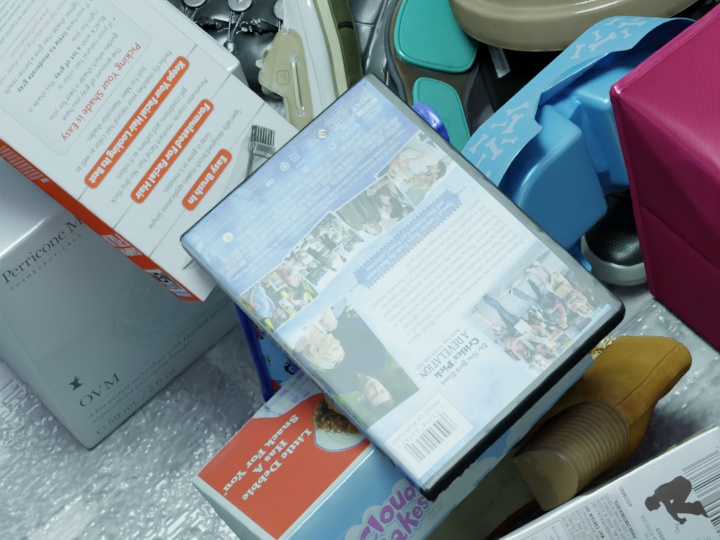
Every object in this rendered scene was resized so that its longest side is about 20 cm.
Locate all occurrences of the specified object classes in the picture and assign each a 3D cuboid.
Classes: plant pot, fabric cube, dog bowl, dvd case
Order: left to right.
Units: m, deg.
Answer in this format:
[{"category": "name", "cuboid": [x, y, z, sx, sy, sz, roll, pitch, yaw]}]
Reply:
[{"category": "dvd case", "cuboid": [0.020, 0.003, 1.029, 0.143, 0.018, 0.200, -41, 67, -11]}, {"category": "plant pot", "cuboid": [0.141, -0.234, 1.261, 0.199, 0.093, 0.202, -14, 37, 11]}, {"category": "dog bowl", "cuboid": [0.130, -0.071, 1.148, 0.200, 0.112, 0.049, -42, 42, -19]}, {"category": "fabric cube", "cuboid": [0.285, -0.041, 1.105, 0.196, 0.201, 0.199, -38, 51, -12]}]

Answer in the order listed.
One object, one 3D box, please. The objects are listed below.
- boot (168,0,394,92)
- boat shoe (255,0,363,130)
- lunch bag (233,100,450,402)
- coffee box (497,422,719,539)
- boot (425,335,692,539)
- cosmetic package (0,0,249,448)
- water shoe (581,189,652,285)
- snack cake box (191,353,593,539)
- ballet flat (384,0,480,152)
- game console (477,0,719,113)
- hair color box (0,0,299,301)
[{"category": "boot", "cuboid": [-0.048, -0.197, 1.402, 0.198, 0.066, 0.166, 7, 59, 25]}, {"category": "boat shoe", "cuboid": [-0.035, -0.133, 1.299, 0.068, 0.075, 0.202, -16, 82, 14]}, {"category": "lunch bag", "cuboid": [0.000, 0.000, 1.153, 0.150, 0.201, 0.094, -41, 54, -15]}, {"category": "coffee box", "cuboid": [0.114, 0.168, 1.042, 0.199, 0.113, 0.080, -28, 78, -5]}, {"category": "boot", "cuboid": [0.091, 0.100, 1.140, 0.200, 0.071, 0.144, -20, 11, 42]}, {"category": "cosmetic package", "cuboid": [-0.156, -0.034, 1.224, 0.199, 0.201, 0.123, -41, 54, -14]}, {"category": "water shoe", "cuboid": [0.202, -0.080, 1.232, 0.071, 0.079, 0.200, 30, 67, 32]}, {"category": "snack cake box", "cuboid": [0.016, 0.082, 1.071, 0.200, 0.067, 0.115, -45, 31, -11]}, {"category": "ballet flat", "cuboid": [0.040, -0.114, 1.291, 0.072, 0.073, 0.201, -8, 48, 10]}, {"category": "game console", "cuboid": [0.158, -0.167, 1.297, 0.176, 0.031, 0.201, -30, 33, 12]}, {"category": "hair color box", "cuboid": [-0.136, -0.086, 1.085, 0.111, 0.200, 0.064, -53, 13, -12]}]
